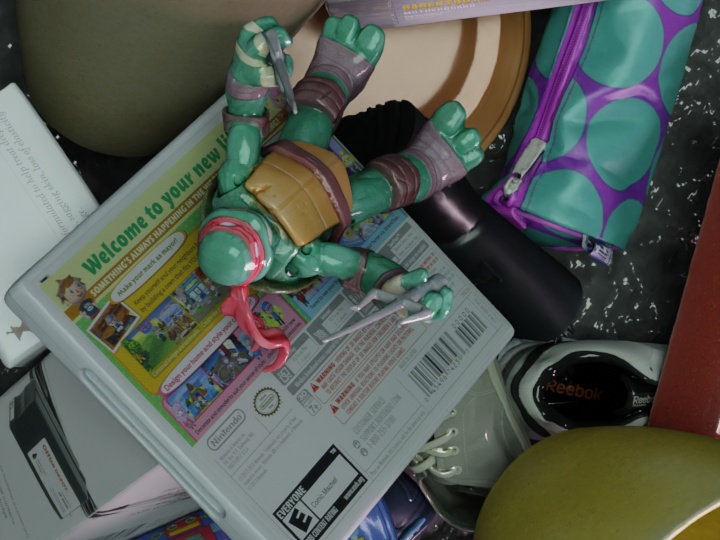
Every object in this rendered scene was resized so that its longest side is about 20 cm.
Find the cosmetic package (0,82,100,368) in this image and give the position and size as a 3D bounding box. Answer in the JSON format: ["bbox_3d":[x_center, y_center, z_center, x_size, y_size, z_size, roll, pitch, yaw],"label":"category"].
[{"bbox_3d":[-0.166,-0.017,1.103,0.081,0.200,0.113,-34,92,-6],"label":"cosmetic package"}]

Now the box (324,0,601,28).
[{"bbox_3d":[0.053,-0.232,1.156,0.157,0.048,0.201,-6,74,6],"label":"box"}]

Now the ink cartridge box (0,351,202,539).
[{"bbox_3d":[-0.095,0.073,1.097,0.144,0.200,0.085,-14,75,-40],"label":"ink cartridge box"}]

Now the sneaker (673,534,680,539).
[{"bbox_3d":[0.202,0.206,1.230,0.075,0.088,0.201,-29,97,-6],"label":"sneaker"}]

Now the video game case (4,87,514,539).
[{"bbox_3d":[-0.039,0.021,1.018,0.182,0.022,0.200,47,48,-4],"label":"video game case"}]

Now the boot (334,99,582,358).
[{"bbox_3d":[0.000,0.000,1.186,0.168,0.199,0.077,47,42,-34],"label":"boot"}]

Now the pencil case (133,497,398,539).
[{"bbox_3d":[-0.075,0.167,1.129,0.199,0.078,0.087,-23,123,-9],"label":"pencil case"}]

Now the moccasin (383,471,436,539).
[{"bbox_3d":[-0.027,0.195,1.201,0.068,0.080,0.201,34,89,-12],"label":"moccasin"}]

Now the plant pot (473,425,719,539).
[{"bbox_3d":[0.136,0.158,1.117,0.199,0.142,0.201,-18,124,-28],"label":"plant pot"}]

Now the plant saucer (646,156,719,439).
[{"bbox_3d":[0.264,0.037,1.217,0.199,0.037,0.201,19,84,-27],"label":"plant saucer"}]

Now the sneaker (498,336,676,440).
[{"bbox_3d":[0.170,0.074,1.224,0.199,0.080,0.074,1,91,-10],"label":"sneaker"}]

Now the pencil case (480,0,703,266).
[{"bbox_3d":[0.129,-0.108,1.202,0.092,0.085,0.201,18,89,-51],"label":"pencil case"}]

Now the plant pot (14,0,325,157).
[{"bbox_3d":[-0.099,-0.156,1.098,0.186,0.200,0.188,14,47,-16],"label":"plant pot"}]

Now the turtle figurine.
[{"bbox_3d":[-0.021,-0.040,0.986,0.100,0.200,0.150,-26,102,31],"label":"turtle figurine"}]

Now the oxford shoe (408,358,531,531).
[{"bbox_3d":[0.039,0.074,1.162,0.075,0.200,0.058,3,55,30],"label":"oxford shoe"}]

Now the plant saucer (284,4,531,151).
[{"bbox_3d":[-0.002,-0.133,1.208,0.199,0.037,0.202,0,93,-8],"label":"plant saucer"}]
